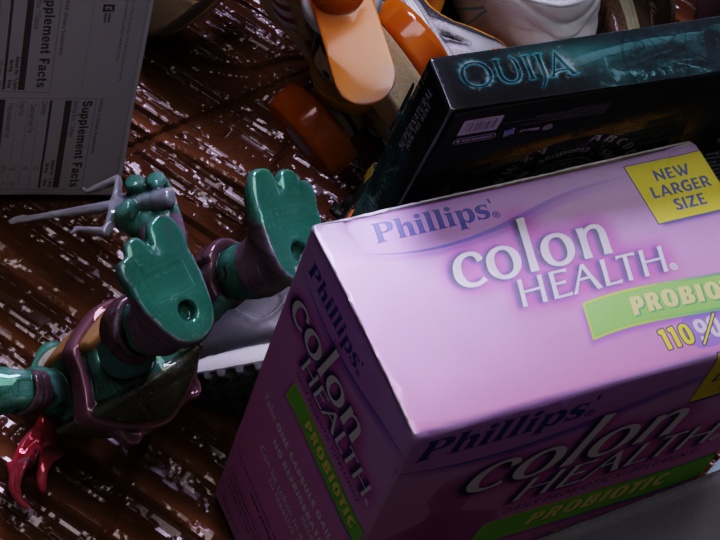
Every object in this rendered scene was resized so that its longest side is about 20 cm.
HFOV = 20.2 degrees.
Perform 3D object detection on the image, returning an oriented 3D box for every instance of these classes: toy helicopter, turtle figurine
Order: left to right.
[{"bbox_3d":[-0.105,0.021,0.836,0.101,0.200,0.150,50,50,-14],"label":"turtle figurine"},{"bbox_3d":[-0.033,-0.133,0.890,0.079,0.132,0.200,-40,100,-6],"label":"toy helicopter"}]

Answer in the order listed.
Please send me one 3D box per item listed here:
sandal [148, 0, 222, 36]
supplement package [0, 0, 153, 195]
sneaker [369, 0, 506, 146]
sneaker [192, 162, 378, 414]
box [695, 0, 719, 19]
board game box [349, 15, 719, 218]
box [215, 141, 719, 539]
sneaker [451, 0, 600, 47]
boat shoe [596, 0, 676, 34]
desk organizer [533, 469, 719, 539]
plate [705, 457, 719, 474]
[{"bbox_3d":[-0.046,-0.181,1.006,0.054,0.200,0.081,28,30,-50],"label":"sandal"},{"bbox_3d":[-0.167,-0.159,0.950,0.110,0.156,0.201,0,54,-15],"label":"supplement package"},{"bbox_3d":[0.053,-0.073,0.988,0.077,0.078,0.200,-36,68,-4],"label":"sneaker"},{"bbox_3d":[0.000,0.000,0.907,0.199,0.070,0.091,-16,69,0],"label":"sneaker"},{"bbox_3d":[0.280,-0.133,1.036,0.165,0.200,0.165,13,52,-6],"label":"box"},{"bbox_3d":[0.100,-0.051,0.821,0.199,0.135,0.028,-10,64,-23],"label":"board game box"},{"bbox_3d":[0.053,0.060,0.825,0.175,0.200,0.097,-13,58,-25],"label":"box"},{"bbox_3d":[0.070,-0.149,1.067,0.070,0.081,0.201,-10,33,-11],"label":"sneaker"},{"bbox_3d":[0.140,-0.141,1.083,0.074,0.075,0.203,4,54,-24],"label":"boat shoe"},{"bbox_3d":[0.135,0.139,0.849,0.199,0.077,0.072,-18,61,-17],"label":"desk organizer"},{"bbox_3d":[0.243,0.150,0.926,0.199,0.026,0.201,8,53,-10],"label":"plate"}]
